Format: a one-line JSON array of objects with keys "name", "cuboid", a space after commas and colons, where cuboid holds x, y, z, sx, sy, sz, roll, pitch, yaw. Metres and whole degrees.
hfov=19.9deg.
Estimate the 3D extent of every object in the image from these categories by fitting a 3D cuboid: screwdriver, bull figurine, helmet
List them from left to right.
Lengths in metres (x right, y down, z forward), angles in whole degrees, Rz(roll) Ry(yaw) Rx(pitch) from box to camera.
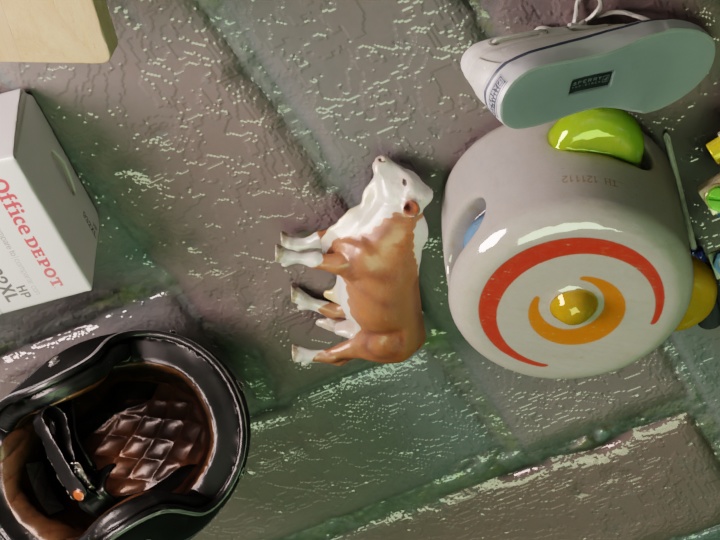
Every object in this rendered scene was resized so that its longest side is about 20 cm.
[{"name": "helmet", "cuboid": [-0.188, 0.141, 1.637, 0.191, 0.200, 0.200, -21, 155, -49]}, {"name": "bull figurine", "cuboid": [0.000, 0.000, 1.598, 0.121, 0.065, 0.200, -2, 132, 5]}, {"name": "screwdriver", "cuboid": [0.259, -0.027, 1.609, 0.028, 0.029, 0.200, -13, 134, 9]}]

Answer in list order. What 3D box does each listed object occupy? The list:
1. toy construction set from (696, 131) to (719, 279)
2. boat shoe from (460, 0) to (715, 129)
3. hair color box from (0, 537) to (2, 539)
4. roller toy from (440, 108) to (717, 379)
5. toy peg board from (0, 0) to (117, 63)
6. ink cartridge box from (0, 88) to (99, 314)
[{"name": "toy construction set", "cuboid": [0.331, -0.071, 1.509, 0.200, 0.092, 0.131, -33, 93, -4]}, {"name": "boat shoe", "cuboid": [0.155, -0.154, 1.456, 0.202, 0.086, 0.075, -15, 135, -30]}, {"name": "hair color box", "cuboid": [-0.280, 0.264, 1.758, 0.200, 0.061, 0.099, 12, 154, 51]}, {"name": "roller toy", "cuboid": [0.155, -0.012, 1.540, 0.182, 0.140, 0.200, -23, 131, 19]}, {"name": "toy peg board", "cuboid": [-0.264, -0.245, 1.348, 0.199, 0.098, 0.200, 3, 135, 16]}, {"name": "ink cartridge box", "cuboid": [-0.315, -0.035, 1.533, 0.200, 0.084, 0.145, -15, 132, 11]}]
